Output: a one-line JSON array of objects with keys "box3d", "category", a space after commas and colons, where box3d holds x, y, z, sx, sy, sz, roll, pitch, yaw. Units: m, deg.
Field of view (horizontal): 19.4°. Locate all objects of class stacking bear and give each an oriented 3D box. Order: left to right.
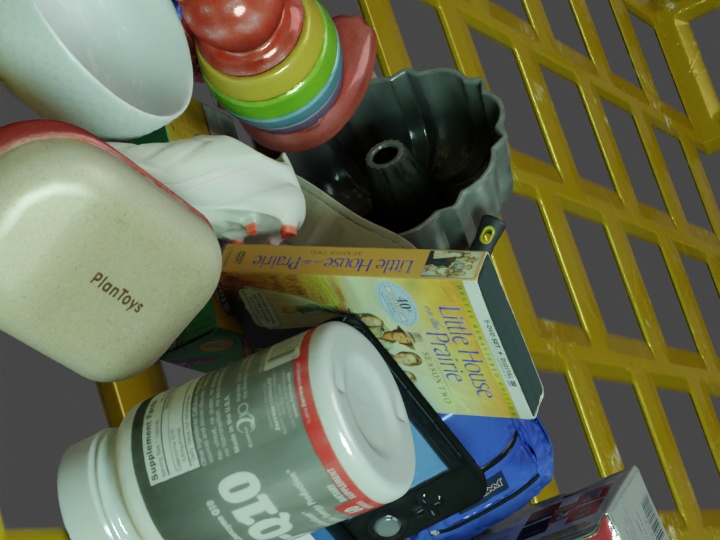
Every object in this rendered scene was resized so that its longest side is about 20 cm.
[{"box3d": [-0.073, -0.173, 1.538, 0.200, 0.121, 0.115, 51, 43, -66], "category": "stacking bear"}]

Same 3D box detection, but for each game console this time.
[{"box3d": [-0.023, 0.160, 1.435, 0.200, 0.170, 0.119, 51, 19, -34], "category": "game console"}]

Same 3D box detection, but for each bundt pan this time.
[{"box3d": [0.031, -0.065, 1.655, 0.203, 0.201, 0.076, -89, 159, -47], "category": "bundt pan"}]

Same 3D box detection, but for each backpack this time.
[{"box3d": [0.058, 0.125, 1.651, 0.168, 0.162, 0.201, -113, 177, -53], "category": "backpack"}]

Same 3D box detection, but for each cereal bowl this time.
[{"box3d": [-0.206, -0.171, 1.436, 0.200, 0.083, 0.201, 47, 27, -33], "category": "cereal bowl"}]

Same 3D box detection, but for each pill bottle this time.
[{"box3d": [-0.077, 0.118, 1.287, 0.114, 0.199, 0.114, 50, 26, -36], "category": "pill bottle"}]

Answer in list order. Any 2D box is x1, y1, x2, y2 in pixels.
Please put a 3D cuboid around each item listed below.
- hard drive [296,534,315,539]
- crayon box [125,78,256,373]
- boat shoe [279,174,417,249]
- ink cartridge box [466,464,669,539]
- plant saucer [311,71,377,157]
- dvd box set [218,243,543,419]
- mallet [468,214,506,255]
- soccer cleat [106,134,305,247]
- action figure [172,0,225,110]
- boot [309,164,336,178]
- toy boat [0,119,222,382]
[{"box3d": [-0.059, 0.262, 1.351, 0.132, 0.026, 0.201, 52, 40, -34], "category": "hard drive"}, {"box3d": [-0.121, -0.028, 1.536, 0.119, 0.058, 0.201, 22, 48, -61], "category": "crayon box"}, {"box3d": [0.000, 0.000, 1.532, 0.200, 0.072, 0.060, 36, -2, 22], "category": "boat shoe"}, {"box3d": [0.128, 0.245, 1.649, 0.084, 0.199, 0.176, 66, 21, -3], "category": "ink cartridge box"}, {"box3d": [-0.051, -0.175, 1.785, 0.200, 0.051, 0.201, 37, 23, -19], "category": "plant saucer"}, {"box3d": [0.013, 0.042, 1.443, 0.030, 0.199, 0.147, -66, 147, -36], "category": "dvd box set"}, {"box3d": [0.049, 0.047, 1.542, 0.041, 0.065, 0.201, 87, 20, -73], "category": "mallet"}, {"box3d": [-0.127, -0.062, 1.442, 0.199, 0.069, 0.078, 12, 55, -34], "category": "soccer cleat"}, {"box3d": [-0.153, -0.200, 1.629, 0.201, 0.065, 0.099, 57, 12, -21], "category": "action figure"}, {"box3d": [-0.035, -0.096, 1.829, 0.200, 0.070, 0.132, 26, 35, -61], "category": "boot"}, {"box3d": [-0.188, -0.026, 1.324, 0.131, 0.131, 0.200, 43, 3, 39], "category": "toy boat"}]
